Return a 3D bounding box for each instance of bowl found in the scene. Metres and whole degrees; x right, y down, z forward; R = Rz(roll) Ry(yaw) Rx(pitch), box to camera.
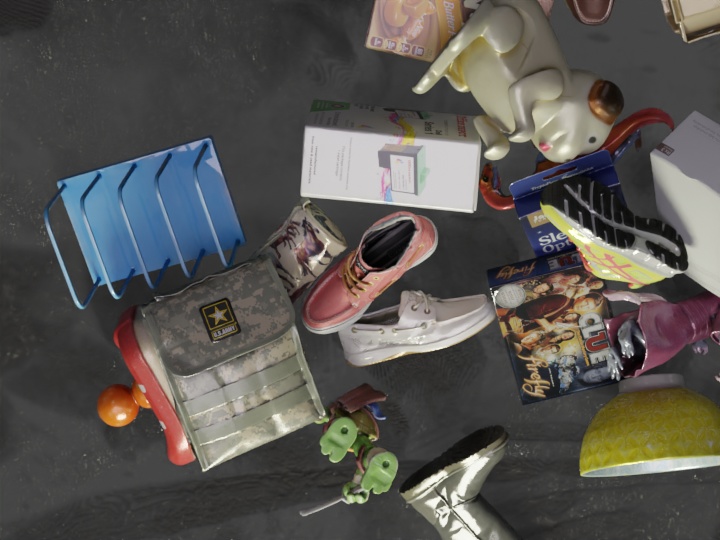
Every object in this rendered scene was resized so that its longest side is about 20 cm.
[{"bbox_3d":[0.356,0.184,1.789,0.197,0.200,0.109,-7,77,5],"label":"bowl"}]

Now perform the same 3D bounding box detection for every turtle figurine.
[{"bbox_3d":[-0.039,0.228,1.783,0.198,0.194,0.146,-19,95,-11],"label":"turtle figurine"}]

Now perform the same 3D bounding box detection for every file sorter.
[{"bbox_3d":[-0.254,-0.052,1.744,0.198,0.123,0.140,-15,109,9],"label":"file sorter"}]

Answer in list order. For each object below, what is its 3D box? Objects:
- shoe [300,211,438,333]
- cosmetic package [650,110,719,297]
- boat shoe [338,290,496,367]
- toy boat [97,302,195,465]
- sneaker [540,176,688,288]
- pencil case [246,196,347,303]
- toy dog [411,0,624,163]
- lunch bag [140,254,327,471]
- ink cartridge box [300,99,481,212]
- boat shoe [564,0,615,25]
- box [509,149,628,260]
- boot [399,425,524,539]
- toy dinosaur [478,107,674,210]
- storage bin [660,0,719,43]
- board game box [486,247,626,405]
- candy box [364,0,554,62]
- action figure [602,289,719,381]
[{"bbox_3d":[0.000,0.000,1.754,0.199,0.091,0.072,-37,76,9],"label":"shoe"},{"bbox_3d":[0.395,-0.068,1.657,0.081,0.113,0.201,-40,145,-16],"label":"cosmetic package"},{"bbox_3d":[0.065,0.058,1.796,0.198,0.071,0.070,-17,109,11],"label":"boat shoe"},{"bbox_3d":[-0.260,0.149,1.811,0.130,0.131,0.202,-25,107,6],"label":"toy boat"},{"bbox_3d":[0.266,-0.030,1.640,0.199,0.079,0.090,29,139,-25],"label":"sneaker"},{"bbox_3d":[-0.104,0.001,1.779,0.089,0.078,0.200,34,111,-33],"label":"pencil case"},{"bbox_3d":[0.184,-0.200,1.601,0.200,0.194,0.140,41,144,-4],"label":"toy dog"},{"bbox_3d":[-0.148,0.098,1.699,0.162,0.118,0.202,-22,107,-10],"label":"lunch bag"},{"bbox_3d":[0.036,-0.132,1.687,0.197,0.145,0.085,6,108,0],"label":"ink cartridge box"},{"bbox_3d":[0.252,-0.367,1.628,0.075,0.072,0.203,-5,110,5],"label":"boat shoe"},{"bbox_3d":[0.247,-0.059,1.701,0.120,0.033,0.200,-19,148,10],"label":"box"},{"bbox_3d":[0.168,0.312,1.886,0.181,0.073,0.201,-35,99,29],"label":"boot"},{"bbox_3d":[0.225,-0.132,1.683,0.181,0.200,0.106,-35,90,-18],"label":"toy dinosaur"},{"bbox_3d":[0.413,-0.376,1.607,0.198,0.094,0.201,-16,110,8],"label":"storage bin"},{"bbox_3d":[0.237,0.067,1.775,0.134,0.035,0.201,-14,129,7],"label":"board game box"},{"bbox_3d":[0.112,-0.291,1.672,0.197,0.055,0.117,12,109,-1],"label":"candy box"},{"bbox_3d":[0.379,0.056,1.745,0.198,0.134,0.151,-21,101,-13],"label":"action figure"}]
